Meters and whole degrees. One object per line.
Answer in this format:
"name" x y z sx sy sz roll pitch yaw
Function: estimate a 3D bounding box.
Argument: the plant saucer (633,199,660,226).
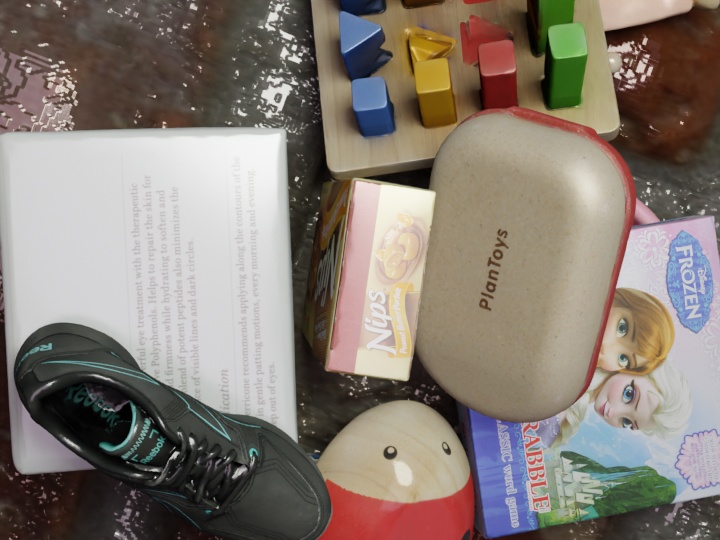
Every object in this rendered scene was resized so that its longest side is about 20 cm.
"plant saucer" 0.144 0.029 0.886 0.199 0.051 0.202 0 93 -8

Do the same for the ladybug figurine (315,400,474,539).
"ladybug figurine" 0.022 0.189 0.812 0.135 0.072 0.201 -5 115 -25

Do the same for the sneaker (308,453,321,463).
"sneaker" -0.038 0.170 0.855 0.199 0.077 0.076 8 90 -11

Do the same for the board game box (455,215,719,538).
"board game box" 0.166 0.073 0.844 0.198 0.041 0.201 -10 94 -7

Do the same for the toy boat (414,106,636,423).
"toy boat" 0.113 -0.006 0.760 0.130 0.130 0.201 22 114 29

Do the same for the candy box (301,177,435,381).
"candy box" 0.000 0.000 0.789 0.055 0.200 0.116 7 93 -8

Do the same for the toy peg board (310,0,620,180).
"toy peg board" 0.062 -0.183 0.790 0.198 0.098 0.201 -8 73 5

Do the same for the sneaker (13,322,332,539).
"sneaker" -0.103 0.103 0.646 0.199 0.079 0.076 30 92 -13

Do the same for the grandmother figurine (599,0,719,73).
"grandmother figurine" 0.154 -0.200 0.871 0.199 0.061 0.122 -19 68 -8

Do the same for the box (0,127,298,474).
"box" -0.134 0.010 0.773 0.170 0.200 0.200 -3 95 -9
